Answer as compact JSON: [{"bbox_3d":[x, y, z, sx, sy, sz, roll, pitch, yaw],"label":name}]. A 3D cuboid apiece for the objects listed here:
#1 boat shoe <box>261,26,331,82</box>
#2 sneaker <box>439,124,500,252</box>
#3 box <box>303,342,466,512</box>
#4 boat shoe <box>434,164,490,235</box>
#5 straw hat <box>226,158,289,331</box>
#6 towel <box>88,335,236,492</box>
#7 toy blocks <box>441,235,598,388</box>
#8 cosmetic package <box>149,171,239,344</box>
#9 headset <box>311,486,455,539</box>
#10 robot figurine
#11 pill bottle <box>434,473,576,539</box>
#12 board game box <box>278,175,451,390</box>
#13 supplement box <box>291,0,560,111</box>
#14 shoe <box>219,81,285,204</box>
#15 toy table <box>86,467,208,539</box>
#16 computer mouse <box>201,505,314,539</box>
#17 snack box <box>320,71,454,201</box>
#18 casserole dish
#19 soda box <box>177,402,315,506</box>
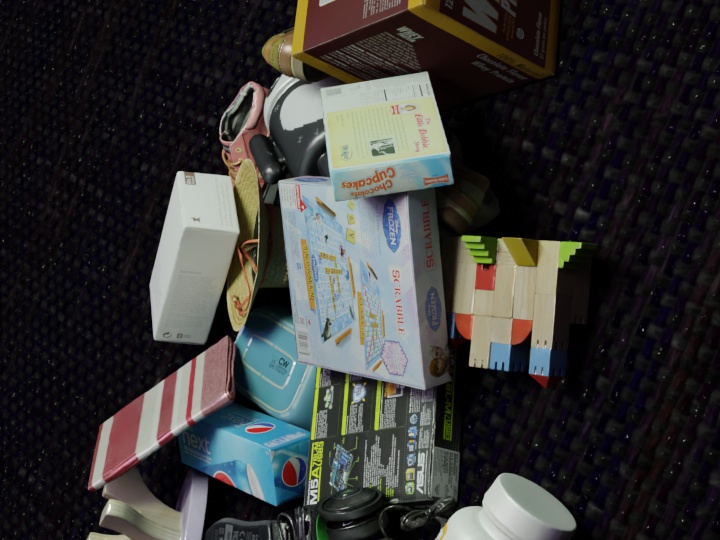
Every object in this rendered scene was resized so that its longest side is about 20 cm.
[{"bbox_3d":[-0.027,-0.257,1.674,0.068,0.200,0.072,19,111,34],"label":"boat shoe"},{"bbox_3d":[0.065,-0.099,1.591,0.099,0.078,0.200,-47,44,21],"label":"sneaker"},{"bbox_3d":[0.024,0.152,1.561,0.193,0.047,0.200,-17,63,47],"label":"box"},{"bbox_3d":[0.054,-0.107,1.523,0.200,0.072,0.076,34,86,35],"label":"boat shoe"},{"bbox_3d":[-0.099,-0.027,1.741,0.201,0.085,0.201,-176,90,-75],"label":"straw hat"},{"bbox_3d":[-0.224,0.166,1.713,0.200,0.023,0.144,-34,21,12],"label":"towel"},{"bbox_3d":[0.145,0.039,1.443,0.200,0.100,0.137,5,90,47],"label":"toy blocks"},{"bbox_3d":[-0.204,-0.013,1.812,0.200,0.074,0.102,113,154,-42],"label":"cosmetic package"},{"bbox_3d":[0.019,0.266,1.480,0.124,0.094,0.200,64,150,11],"label":"headset"},{"bbox_3d":[-0.034,-0.154,1.695,0.125,0.150,0.200,-63,38,29],"label":"robot figurine"},{"bbox_3d":[0.107,0.287,1.353,0.200,0.113,0.113,-58,40,14],"label":"pill bottle"},{"bbox_3d":[0.002,0.008,1.512,0.199,0.041,0.200,9,108,48],"label":"board game box"},{"bbox_3d":[0.071,-0.274,1.566,0.200,0.197,0.133,-13,65,47],"label":"supplement box"},{"bbox_3d":[-0.144,-0.133,1.841,0.071,0.091,0.200,37,103,50],"label":"shoe"},{"bbox_3d":[-0.251,0.313,1.716,0.184,0.117,0.200,119,162,-48],"label":"toy table"},{"bbox_3d":[-0.107,0.323,1.631,0.200,0.053,0.139,-5,73,51],"label":"computer mouse"},{"bbox_3d":[0.023,-0.136,1.478,0.200,0.116,0.037,-97,-2,-60],"label":"snack box"},{"bbox_3d":[-0.094,0.109,1.723,0.200,0.039,0.121,28,97,50],"label":"casserole dish"},{"bbox_3d":[-0.129,0.202,1.686,0.200,0.064,0.068,13,113,52],"label":"soda box"}]
